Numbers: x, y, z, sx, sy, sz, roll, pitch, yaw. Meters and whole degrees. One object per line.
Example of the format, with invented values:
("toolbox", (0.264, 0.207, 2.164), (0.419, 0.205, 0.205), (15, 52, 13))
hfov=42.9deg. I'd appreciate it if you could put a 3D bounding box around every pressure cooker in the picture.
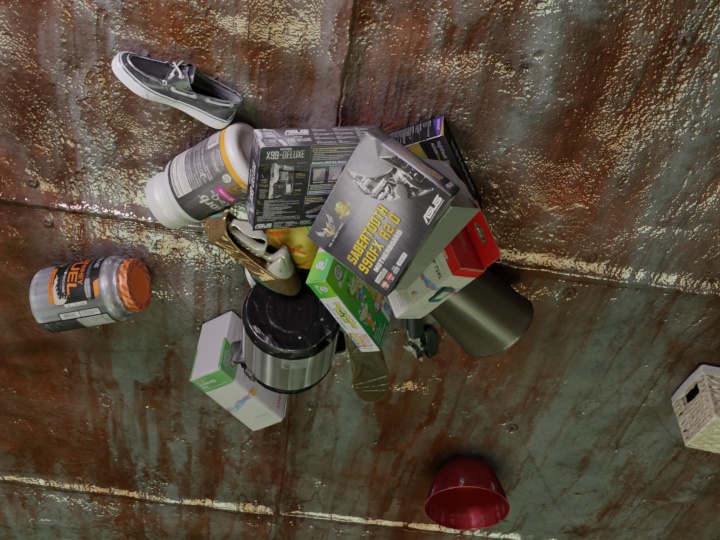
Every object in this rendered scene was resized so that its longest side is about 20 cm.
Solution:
("pressure cooker", (-0.127, 0.119, 1.612), (0.175, 0.179, 0.201), (31, 148, 14))

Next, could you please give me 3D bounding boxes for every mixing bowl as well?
("mixing bowl", (0.247, 0.510, 2.142), (0.198, 0.109, 0.201), (2, 137, 2))

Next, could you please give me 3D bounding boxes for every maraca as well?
("maraca", (-0.099, -0.052, 1.577), (0.107, 0.137, 0.201), (-41, 146, -15))

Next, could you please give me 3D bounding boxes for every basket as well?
("basket", (0.759, 0.294, 1.867), (0.198, 0.124, 0.136), (12, 137, -9))
("basket", (0.180, 0.045, 1.646), (0.200, 0.137, 0.180), (39, 152, -25))

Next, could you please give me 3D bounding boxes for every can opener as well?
("can opener", (0.109, 0.100, 1.776), (0.066, 0.053, 0.201), (-29, 139, -15))

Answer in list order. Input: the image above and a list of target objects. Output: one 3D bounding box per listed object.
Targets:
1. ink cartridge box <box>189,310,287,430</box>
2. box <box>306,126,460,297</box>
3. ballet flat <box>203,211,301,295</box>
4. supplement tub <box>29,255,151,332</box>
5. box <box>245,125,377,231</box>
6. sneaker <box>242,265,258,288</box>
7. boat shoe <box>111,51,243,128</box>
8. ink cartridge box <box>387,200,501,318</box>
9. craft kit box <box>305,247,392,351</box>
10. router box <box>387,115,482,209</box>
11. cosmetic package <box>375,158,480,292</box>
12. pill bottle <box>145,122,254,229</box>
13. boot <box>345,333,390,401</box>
("ink cartridge box", (-0.235, 0.203, 1.829), (0.087, 0.146, 0.200), (-24, 130, 28))
("box", (0.031, -0.086, 1.362), (0.158, 0.048, 0.201), (37, 120, 7))
("ballet flat", (-0.161, -0.031, 1.490), (0.200, 0.068, 0.072), (39, 136, -20))
("supplement tub", (-0.496, 0.041, 1.697), (0.198, 0.123, 0.123), (-10, 135, 14))
("box", (-0.071, -0.141, 1.407), (0.198, 0.050, 0.159), (-5, 133, -18))
("sneaker", (-0.144, 0.024, 1.701), (0.080, 0.074, 0.200), (-30, 133, 17))
("boat shoe", (-0.271, -0.283, 1.376), (0.199, 0.072, 0.068), (26, 135, -25))
("ink cartridge box", (0.123, -0.019, 1.502), (0.067, 0.117, 0.200), (5, 144, -45))
("craft kit box", (0.000, 0.000, 1.560), (0.048, 0.201, 0.198), (-8, 138, 34))
("router box", (0.098, -0.144, 1.509), (0.156, 0.053, 0.201), (-15, 133, 19))
("cosmetic package", (0.081, -0.069, 1.438), (0.090, 0.107, 0.200), (-4, 141, -47))
("pill bottle", (-0.245, -0.148, 1.484), (0.199, 0.117, 0.116), (-25, 130, 27))
("boot", (0.011, 0.134, 1.731), (0.071, 0.155, 0.201), (-9, 129, 5))
